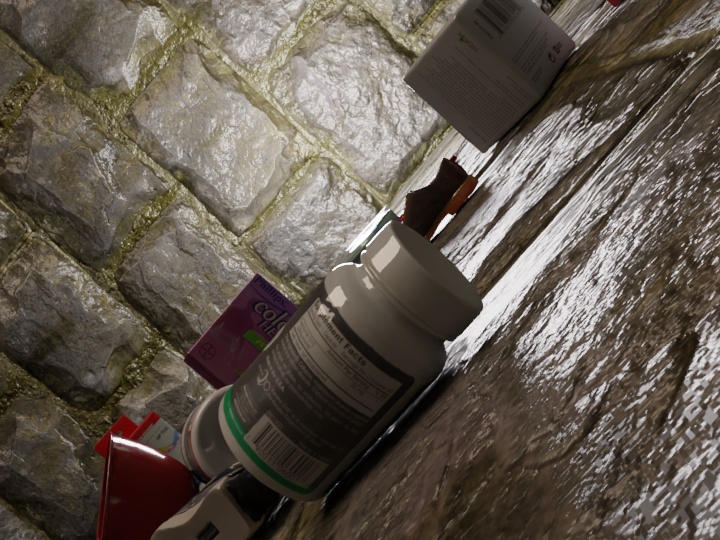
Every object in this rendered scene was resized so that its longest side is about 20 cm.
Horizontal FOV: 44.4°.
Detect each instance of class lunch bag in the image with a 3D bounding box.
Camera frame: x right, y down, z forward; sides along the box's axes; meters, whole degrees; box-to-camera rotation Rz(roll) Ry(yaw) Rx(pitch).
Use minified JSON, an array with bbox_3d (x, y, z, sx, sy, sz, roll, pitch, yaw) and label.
[{"bbox_3d":[0.000,0.000,1.519,0.200,0.077,0.161,-48,6,32],"label":"lunch bag"}]

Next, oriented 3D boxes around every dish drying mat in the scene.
[{"bbox_3d":[0.147,-0.181,2.016,0.200,0.018,0.077,-49,3,22],"label":"dish drying mat"}]

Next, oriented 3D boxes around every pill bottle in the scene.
[{"bbox_3d":[-0.155,0.203,1.054,0.114,0.114,0.200,-51,4,-21],"label":"pill bottle"},{"bbox_3d":[-0.007,0.068,0.667,0.200,0.113,0.113,-48,4,14],"label":"pill bottle"}]

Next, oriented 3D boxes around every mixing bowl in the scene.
[{"bbox_3d":[-0.243,0.287,1.006,0.200,0.107,0.202,-174,90,-73],"label":"mixing bowl"}]

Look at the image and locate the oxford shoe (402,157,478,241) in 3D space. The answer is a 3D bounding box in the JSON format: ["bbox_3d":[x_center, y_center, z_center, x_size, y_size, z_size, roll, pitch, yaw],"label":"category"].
[{"bbox_3d":[0.085,-0.079,1.315,0.200,0.073,0.071,-50,4,7],"label":"oxford shoe"}]

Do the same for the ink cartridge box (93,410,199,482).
[{"bbox_3d":[-0.400,0.359,1.711,0.067,0.200,0.116,-47,5,34],"label":"ink cartridge box"}]

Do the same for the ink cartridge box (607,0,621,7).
[{"bbox_3d":[0.392,-0.554,1.431,0.145,0.200,0.084,-47,4,29],"label":"ink cartridge box"}]

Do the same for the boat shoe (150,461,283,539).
[{"bbox_3d":[-0.125,0.234,0.846,0.200,0.075,0.093,-42,-4,42],"label":"boat shoe"}]

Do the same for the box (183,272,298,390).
[{"bbox_3d":[-0.194,0.141,1.633,0.200,0.176,0.097,-50,4,-22],"label":"box"}]

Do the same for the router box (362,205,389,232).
[{"bbox_3d":[0.017,-0.063,2.140,0.180,0.049,0.200,-49,4,11],"label":"router box"}]

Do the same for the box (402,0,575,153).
[{"bbox_3d":[0.221,-0.356,1.510,0.171,0.200,0.199,-42,9,48],"label":"box"}]
